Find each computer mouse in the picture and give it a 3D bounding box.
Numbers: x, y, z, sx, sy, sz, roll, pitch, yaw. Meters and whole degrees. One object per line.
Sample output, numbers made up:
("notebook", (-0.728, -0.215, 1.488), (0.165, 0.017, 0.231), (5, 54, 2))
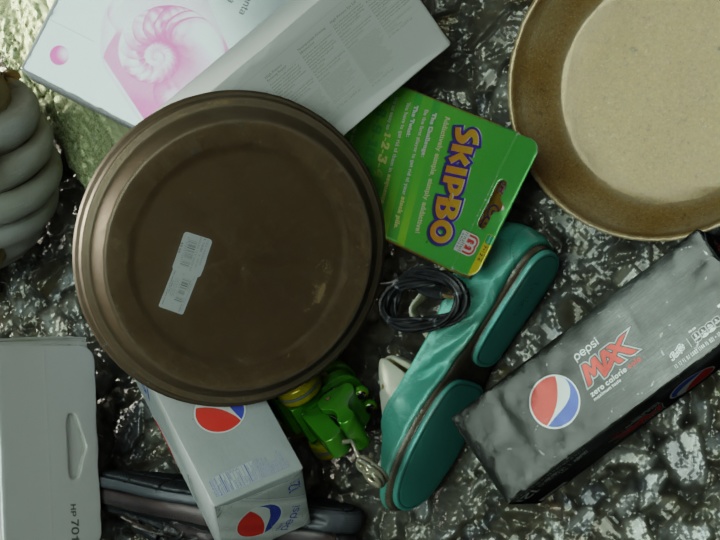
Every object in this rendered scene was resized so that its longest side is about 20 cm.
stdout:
("computer mouse", (0.000, 0.000, 1.528), (0.200, 0.034, 0.059), (20, 101, 42))

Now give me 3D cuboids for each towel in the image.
("towel", (-0.180, -0.144, 1.622), (0.148, 0.036, 0.200), (-46, 70, 37))

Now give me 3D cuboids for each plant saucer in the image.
("plant saucer", (0.191, -0.116, 1.473), (0.200, 0.035, 0.201), (-2, 85, 24))
("plant saucer", (-0.077, -0.010, 1.451), (0.199, 0.029, 0.201), (-4, 103, -15))

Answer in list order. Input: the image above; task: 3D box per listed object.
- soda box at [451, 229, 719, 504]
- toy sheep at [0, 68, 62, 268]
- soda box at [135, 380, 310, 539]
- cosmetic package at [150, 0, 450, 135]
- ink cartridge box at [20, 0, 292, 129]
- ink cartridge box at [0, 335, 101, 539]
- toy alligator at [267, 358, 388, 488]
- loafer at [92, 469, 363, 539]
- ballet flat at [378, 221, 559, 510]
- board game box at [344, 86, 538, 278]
("soda box", (0.158, 0.061, 1.458), (0.200, 0.063, 0.071), (-38, 71, 16))
("toy sheep", (-0.268, -0.062, 1.621), (0.138, 0.138, 0.200), (26, 130, 24))
("soda box", (-0.102, 0.085, 1.533), (0.063, 0.068, 0.200), (-22, 54, -12))
("cosmetic package", (-0.046, -0.115, 1.492), (0.200, 0.083, 0.051), (-41, 25, -11))
("ink cartridge box", (-0.089, -0.172, 1.530), (0.200, 0.043, 0.197), (26, 89, 4))
("ink cartridge box", (-0.275, 0.126, 1.611), (0.200, 0.086, 0.147), (-10, 81, 44))
("toy alligator", (-0.017, 0.086, 1.515), (0.054, 0.059, 0.200), (-39, 31, -14))
("loafer", (-0.095, 0.173, 1.564), (0.199, 0.072, 0.063), (7, 93, 22))
("ballet flat", (0.053, 0.056, 1.510), (0.070, 0.067, 0.200), (32, 94, 33))
("board game box", (0.027, -0.067, 1.517), (0.200, 0.030, 0.096), (26, 89, 42))
